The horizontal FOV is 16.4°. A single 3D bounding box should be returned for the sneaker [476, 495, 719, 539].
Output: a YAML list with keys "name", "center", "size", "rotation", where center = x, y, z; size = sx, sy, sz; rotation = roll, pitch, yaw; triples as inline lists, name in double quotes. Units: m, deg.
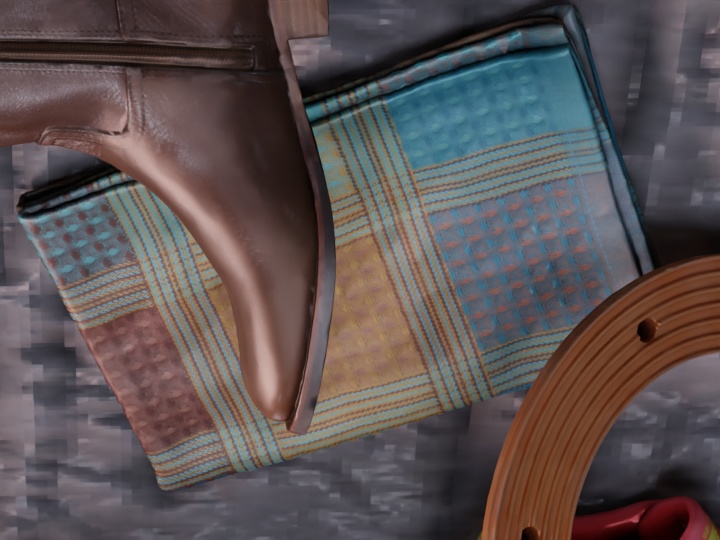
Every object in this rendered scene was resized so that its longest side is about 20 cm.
- name: "sneaker"
  center: [0.128, 0.130, 0.945]
  size: [0.200, 0.078, 0.090]
  rotation: [11, 116, -18]

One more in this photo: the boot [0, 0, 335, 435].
- name: "boot"
  center: [-0.110, -0.034, 0.779]
  size: [0.200, 0.064, 0.187]
  rotation: [-4, 99, -7]

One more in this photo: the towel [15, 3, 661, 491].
- name: "towel"
  center: [0.000, 0.000, 0.865]
  size: [0.200, 0.022, 0.147]
  rotation: [-18, 126, 8]

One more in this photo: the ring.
- name: "ring"
  center: [0.118, 0.092, 0.881]
  size: [0.200, 0.019, 0.201]
  rotation: [-6, 101, -36]
